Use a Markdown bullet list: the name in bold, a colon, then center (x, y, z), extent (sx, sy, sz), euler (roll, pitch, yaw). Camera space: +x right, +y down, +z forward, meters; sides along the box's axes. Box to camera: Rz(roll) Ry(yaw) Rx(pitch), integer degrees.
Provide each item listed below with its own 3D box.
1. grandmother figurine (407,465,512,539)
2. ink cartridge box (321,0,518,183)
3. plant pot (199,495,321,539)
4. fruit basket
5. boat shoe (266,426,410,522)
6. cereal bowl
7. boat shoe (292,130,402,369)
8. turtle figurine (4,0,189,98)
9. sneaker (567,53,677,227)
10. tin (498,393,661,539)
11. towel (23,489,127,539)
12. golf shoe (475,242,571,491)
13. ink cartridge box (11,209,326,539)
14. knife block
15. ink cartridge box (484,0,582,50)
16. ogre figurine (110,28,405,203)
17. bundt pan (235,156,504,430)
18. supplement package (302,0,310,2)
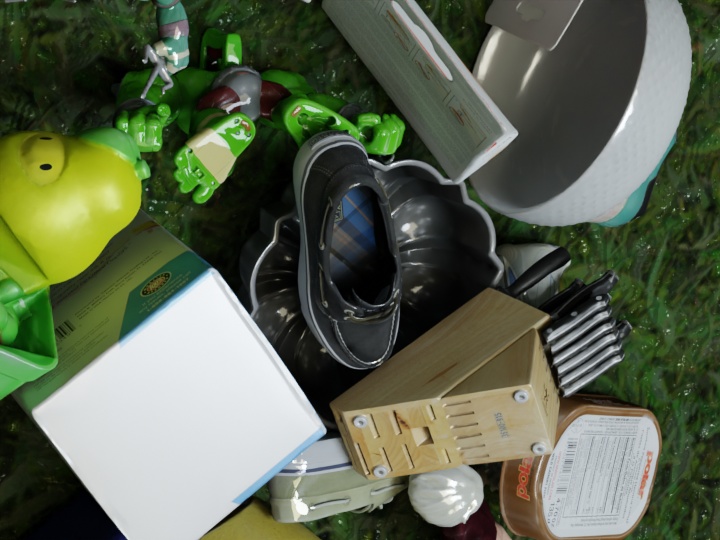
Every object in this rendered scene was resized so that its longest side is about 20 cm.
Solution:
- **grandmother figurine**: center (0.081, 0.198, 1.660), extent (0.060, 0.122, 0.200), euler (-22, 142, 7)
- **ink cartridge box**: center (0.045, -0.147, 1.472), extent (0.050, 0.200, 0.163), euler (-37, 88, -11)
- **plant pot**: center (-0.086, 0.246, 1.598), extent (0.199, 0.200, 0.143), euler (-28, 93, -14)
- **fruit basket**: center (-0.238, -0.027, 1.395), extent (0.155, 0.215, 0.217), euler (25, 96, -30)
- **boat shoe**: center (-0.001, 0.144, 1.629), extent (0.199, 0.072, 0.063), euler (-1, 97, -47)
- **cereal bowl**: center (0.162, -0.122, 1.567), extent (0.083, 0.200, 0.201), euler (19, 99, -32)
- **boat shoe**: center (0.000, 0.000, 1.494), extent (0.069, 0.066, 0.201), euler (-18, 132, -16)
- **turtle figurine**: center (-0.157, -0.184, 1.391), extent (0.149, 0.200, 0.101), euler (34, 92, -30)
- **sneaker**: center (0.198, -0.132, 1.661), extent (0.080, 0.071, 0.202), euler (6, 97, -54)
- **tin**: center (0.171, 0.153, 1.706), extent (0.199, 0.042, 0.113), euler (7, 100, -56)
- **towel**: center (-0.161, 0.181, 1.545), extent (0.200, 0.148, 0.050), euler (-39, 110, -10)
- **golf shoe**: center (0.128, 0.074, 1.692), extent (0.097, 0.078, 0.202), euler (-15, 117, -30)
- **ink cartridge box**: center (-0.148, 0.069, 1.480), extent (0.146, 0.200, 0.146), euler (-38, 116, -9)
- **knife block**: center (0.090, 0.058, 1.590), extent (0.198, 0.176, 0.064), euler (-10, 123, 16)
- **ink cartridge box**: center (0.134, -0.264, 1.551), extent (0.068, 0.115, 0.201), euler (26, 94, -29)
- **ogre figurine**: center (-0.081, -0.105, 1.502), extent (0.199, 0.120, 0.099), euler (-20, 119, -16)
- **bundt pan**: center (-0.002, 0.008, 1.602), extent (0.200, 0.076, 0.204), euler (-8, 110, -23)
- **supplement package**: center (-0.101, -0.276, 1.438), extent (0.199, 0.109, 0.114), euler (29, 93, -30)
